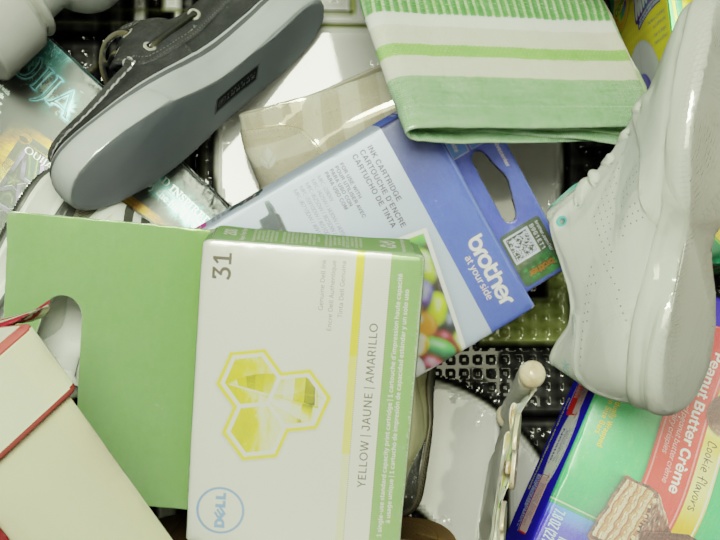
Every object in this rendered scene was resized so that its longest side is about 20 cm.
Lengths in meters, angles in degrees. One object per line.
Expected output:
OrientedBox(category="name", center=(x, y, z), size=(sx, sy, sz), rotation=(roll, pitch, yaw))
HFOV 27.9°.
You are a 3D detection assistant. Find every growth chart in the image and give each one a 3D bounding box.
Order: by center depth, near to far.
OrientedBox(category="growth chart", center=(0.067, 0.149, 0.748), size=(0.018, 0.145, 0.202), rotation=(10, 83, 2))

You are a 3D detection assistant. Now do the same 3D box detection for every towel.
OrientedBox(category="towel", center=(0.062, -0.145, 0.762), size=(0.151, 0.023, 0.201), rotation=(-1, 55, -25))

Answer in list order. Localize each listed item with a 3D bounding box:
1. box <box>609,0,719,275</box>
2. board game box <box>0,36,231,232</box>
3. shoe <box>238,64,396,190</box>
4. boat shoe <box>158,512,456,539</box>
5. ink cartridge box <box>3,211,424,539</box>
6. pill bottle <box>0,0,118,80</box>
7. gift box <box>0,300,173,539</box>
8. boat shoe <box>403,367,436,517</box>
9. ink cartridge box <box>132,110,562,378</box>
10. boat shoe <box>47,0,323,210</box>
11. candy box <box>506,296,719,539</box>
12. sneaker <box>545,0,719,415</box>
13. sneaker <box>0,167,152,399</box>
OrientedBox(category="box", center=(0.174, -0.099, 0.784), size=(0.048, 0.117, 0.202), rotation=(-3, 85, -4))
OrientedBox(category="board game box", center=(-0.178, -0.045, 0.807), size=(0.200, 0.028, 0.135), rotation=(43, 85, 2))
OrientedBox(category="shoe", center=(0.026, -0.101, 0.800), size=(0.199, 0.070, 0.054), rotation=(-26, 95, -2))
OrientedBox(category="boat shoe", center=(-0.047, 0.169, 0.765), size=(0.198, 0.073, 0.063), rotation=(0, 110, 13))
OrientedBox(category="ink cartridge box", center=(-0.074, 0.052, 0.683), size=(0.198, 0.048, 0.147), rotation=(4, 100, -2))
OrientedBox(category="pill bottle", center=(-0.151, -0.202, 0.765), size=(0.114, 0.114, 0.200), rotation=(40, 76, 1))
OrientedBox(category="gift box", center=(-0.188, 0.121, 0.615), size=(0.200, 0.184, 0.187), rotation=(-49, 116, -38))
OrientedBox(category="boat shoe", center=(0.010, 0.031, 0.788), size=(0.073, 0.076, 0.202), rotation=(8, 84, 1))
OrientedBox(category="ink cartridge box", center=(0.000, 0.000, 0.728), size=(0.199, 0.042, 0.120), rotation=(-30, 98, -5))
OrientedBox(category="boat shoe", center=(-0.102, -0.108, 0.771), size=(0.066, 0.070, 0.200), rotation=(38, 58, 12))
OrientedBox(category="candy box", center=(0.205, 0.118, 0.788), size=(0.199, 0.077, 0.170), rotation=(25, 84, -2))
OrientedBox(category="sneaker", center=(0.133, -0.036, 0.704), size=(0.088, 0.075, 0.202), rotation=(15, 97, 39))
OrientedBox(category="sneaker", center=(-0.156, 0.058, 0.747), size=(0.115, 0.076, 0.202), rotation=(26, 83, 2))
